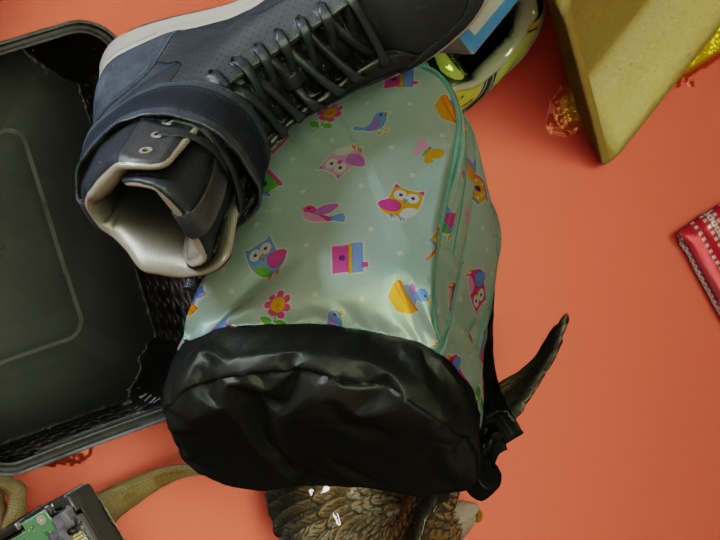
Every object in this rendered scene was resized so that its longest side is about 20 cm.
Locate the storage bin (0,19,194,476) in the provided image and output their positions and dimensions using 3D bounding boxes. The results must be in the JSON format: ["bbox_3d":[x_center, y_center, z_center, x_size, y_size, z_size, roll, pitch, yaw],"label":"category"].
[{"bbox_3d":[-0.168,-0.012,1.031,0.135,0.094,0.200,-20,99,-23],"label":"storage bin"}]

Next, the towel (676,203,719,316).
[{"bbox_3d":[0.294,-0.008,1.164,0.200,0.022,0.145,-29,90,-10],"label":"towel"}]

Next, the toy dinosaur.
[{"bbox_3d":[-0.170,0.143,1.072,0.200,0.058,0.101,-46,109,-1],"label":"toy dinosaur"}]

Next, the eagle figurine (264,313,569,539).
[{"bbox_3d":[0.026,0.117,1.064,0.152,0.151,0.200,2,97,1],"label":"eagle figurine"}]

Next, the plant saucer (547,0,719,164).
[{"bbox_3d":[0.160,-0.178,1.084,0.048,0.200,0.200,35,80,23],"label":"plant saucer"}]

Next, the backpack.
[{"bbox_3d":[0.000,0.000,0.983,0.167,0.127,0.200,5,53,12],"label":"backpack"}]

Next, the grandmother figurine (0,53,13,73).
[{"bbox_3d":[-0.231,-0.142,1.072,0.121,0.061,0.200,45,84,-3],"label":"grandmother figurine"}]

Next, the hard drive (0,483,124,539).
[{"bbox_3d":[-0.178,0.207,1.011,0.200,0.038,0.140,-31,90,23],"label":"hard drive"}]

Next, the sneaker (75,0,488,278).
[{"bbox_3d":[-0.035,-0.073,0.911,0.202,0.146,0.077,-21,121,20],"label":"sneaker"}]

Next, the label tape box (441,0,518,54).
[{"bbox_3d":[0.038,-0.184,1.056,0.066,0.200,0.143,42,80,-21],"label":"label tape box"}]

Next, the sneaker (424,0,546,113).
[{"bbox_3d":[0.015,-0.095,1.097,0.200,0.076,0.075,-45,96,-7],"label":"sneaker"}]
